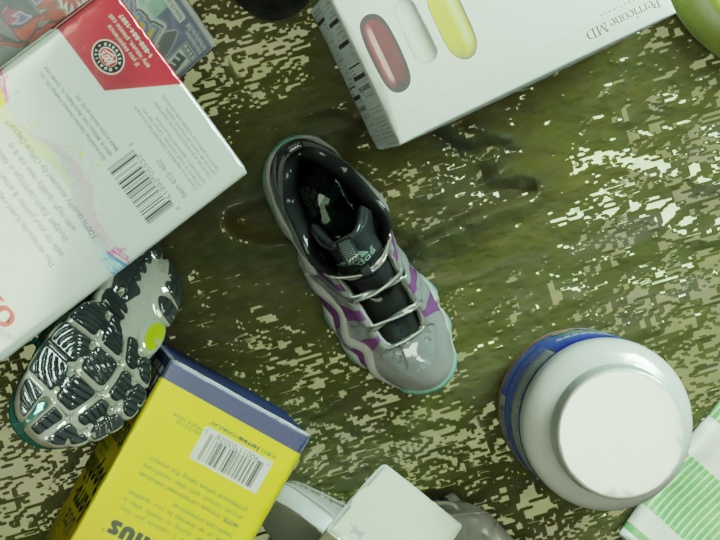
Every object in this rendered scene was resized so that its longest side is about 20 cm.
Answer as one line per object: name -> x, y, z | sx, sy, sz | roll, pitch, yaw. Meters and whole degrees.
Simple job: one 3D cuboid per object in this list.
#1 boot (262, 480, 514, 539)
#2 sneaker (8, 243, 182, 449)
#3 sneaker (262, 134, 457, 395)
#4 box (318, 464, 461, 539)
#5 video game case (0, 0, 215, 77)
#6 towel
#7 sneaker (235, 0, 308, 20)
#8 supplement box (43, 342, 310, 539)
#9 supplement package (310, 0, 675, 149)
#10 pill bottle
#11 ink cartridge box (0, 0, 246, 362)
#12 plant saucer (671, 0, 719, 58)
boot -> 0.030, 0.186, 1.754 | 0.200, 0.074, 0.096 | 36, 60, 7
sneaker -> -0.178, 0.056, 1.673 | 0.080, 0.200, 0.078 | -29, 107, 32
sneaker -> 0.000, 0.000, 1.702 | 0.078, 0.140, 0.200 | -36, 93, -3
box -> -0.016, 0.222, 1.679 | 0.068, 0.082, 0.200 | 38, 133, 6
video game case -> -0.203, -0.150, 1.669 | 0.182, 0.200, 0.023 | -43, 51, -7
towel -> 0.293, 0.154, 1.786 | 0.152, 0.023, 0.200 | 41, 89, -3
sneaker -> -0.106, -0.251, 1.715 | 0.200, 0.091, 0.076 | 41, 90, -3
supplement box -> -0.134, 0.163, 1.707 | 0.109, 0.109, 0.200 | 29, 89, -11
supplement package -> 0.084, -0.171, 1.697 | 0.200, 0.156, 0.111 | -26, 93, -4
pill bottle -> 0.155, 0.097, 1.686 | 0.112, 0.200, 0.112 | 0, 92, -4
ink cartridge box -> -0.197, -0.058, 1.613 | 0.200, 0.083, 0.146 | -38, 98, -12
plant saucer -> 0.302, -0.227, 1.751 | 0.199, 0.031, 0.201 | -1, 106, -4
